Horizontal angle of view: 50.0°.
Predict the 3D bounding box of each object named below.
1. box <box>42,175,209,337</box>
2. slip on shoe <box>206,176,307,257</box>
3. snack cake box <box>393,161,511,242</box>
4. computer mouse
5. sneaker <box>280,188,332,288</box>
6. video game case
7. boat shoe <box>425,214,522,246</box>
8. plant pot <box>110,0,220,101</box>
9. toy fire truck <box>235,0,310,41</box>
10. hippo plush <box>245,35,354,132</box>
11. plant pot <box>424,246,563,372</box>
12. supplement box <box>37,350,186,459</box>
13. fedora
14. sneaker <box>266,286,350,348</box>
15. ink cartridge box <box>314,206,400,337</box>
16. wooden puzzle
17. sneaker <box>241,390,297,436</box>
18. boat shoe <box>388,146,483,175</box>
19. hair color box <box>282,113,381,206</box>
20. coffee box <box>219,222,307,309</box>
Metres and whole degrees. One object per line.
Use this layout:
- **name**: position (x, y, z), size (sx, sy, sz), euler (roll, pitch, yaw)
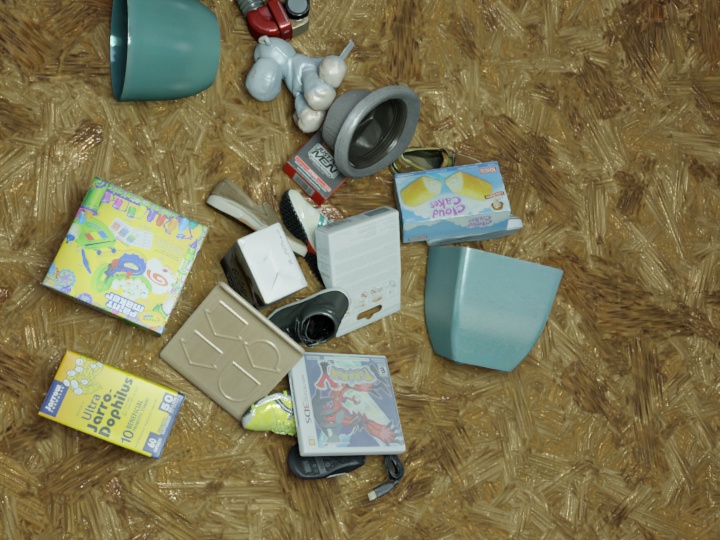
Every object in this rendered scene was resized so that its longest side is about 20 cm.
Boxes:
- **box**: position (-0.384, -0.017, 1.282), size (0.199, 0.122, 0.194), euler (25, 77, -11)
- **slip on shoe**: position (-0.175, -0.094, 1.372), size (0.199, 0.076, 0.061), euler (30, 81, 3)
- **snack cake box**: position (0.168, -0.127, 1.436), size (0.199, 0.067, 0.116), euler (-8, 59, -3)
- **computer mouse**: position (-0.023, 0.348, 1.360), size (0.199, 0.046, 0.141), euler (-16, 62, -24)
- **sneaker**: position (-0.068, -0.068, 1.410), size (0.093, 0.070, 0.201), euler (-32, 94, -28)
- **video game case**: position (-0.025, 0.229, 1.339), size (0.199, 0.023, 0.183), euler (7, 56, -30)
- **boat shoe**: position (0.217, -0.092, 1.486), size (0.199, 0.072, 0.062), euler (-7, 78, -15)
- **plant pot**: position (-0.331, -0.383, 1.316), size (0.160, 0.200, 0.202), euler (-1, 83, -26)
- **toy fire truck**: position (-0.208, -0.495, 1.404), size (0.199, 0.129, 0.177), euler (-25, 90, -6)
- **hippo plush**: position (-0.116, -0.361, 1.383), size (0.160, 0.159, 0.201), euler (24, 78, -12)
- **plant pot**: position (0.222, 0.073, 1.408), size (0.195, 0.196, 0.201), euler (13, 88, -13)
- **supplement box**: position (-0.399, 0.216, 1.254), size (0.199, 0.109, 0.109), euler (23, 77, -11)
- **fedora**: position (0.006, -0.257, 1.360), size (0.090, 0.178, 0.200), euler (37, 49, 26)
- **sneaker**: position (-0.111, 0.101, 1.314), size (0.199, 0.099, 0.071), euler (-29, 105, 18)
- **ink cartridge box**: position (0.000, 0.000, 1.389), size (0.159, 0.047, 0.201), euler (-21, 120, -34)
- **wooden puzzle**: position (-0.216, 0.136, 1.308), size (0.185, 0.046, 0.200), euler (41, 113, -6)
- **sneaker**: position (-0.104, 0.255, 1.328), size (0.199, 0.076, 0.077), euler (-3, 51, -20)
- **boat shoe**: position (0.156, -0.198, 1.483), size (0.199, 0.068, 0.073), euler (1, 81, -16)
- **hair color box**: position (-0.040, -0.227, 1.437), size (0.101, 0.061, 0.200), euler (43, 73, -5)
- **coffee box**: position (-0.167, 0.004, 1.299), size (0.079, 0.200, 0.114), euler (-24, 88, -20)
